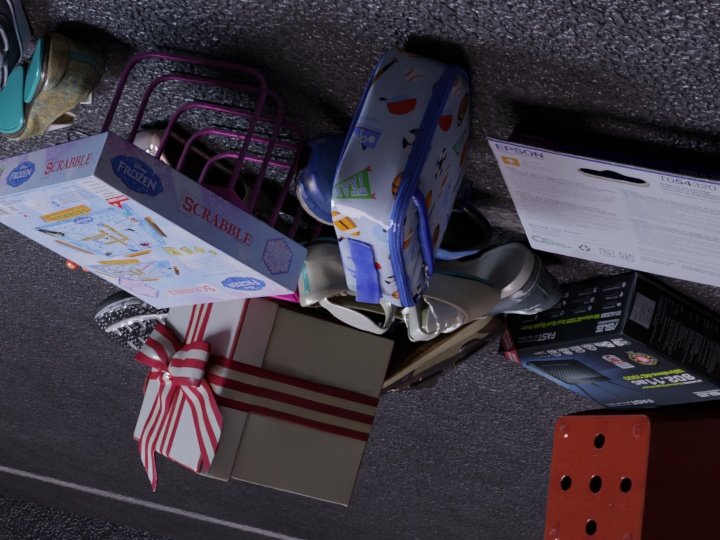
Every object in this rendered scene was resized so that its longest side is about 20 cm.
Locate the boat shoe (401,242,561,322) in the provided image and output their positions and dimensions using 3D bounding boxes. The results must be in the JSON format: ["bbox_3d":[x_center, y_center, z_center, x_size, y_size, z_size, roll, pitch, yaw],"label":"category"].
[{"bbox_3d":[0.107,0.025,1.722,0.061,0.073,0.199,32,153,-26],"label":"boat shoe"}]

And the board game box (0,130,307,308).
[{"bbox_3d":[-0.176,-0.034,1.465,0.199,0.042,0.199,32,157,-33],"label":"board game box"}]

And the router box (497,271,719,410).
[{"bbox_3d":[0.244,0.070,1.730,0.149,0.063,0.199,26,161,-25],"label":"router box"}]

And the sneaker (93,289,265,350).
[{"bbox_3d":[-0.174,0.018,1.833,0.198,0.081,0.074,-19,135,21],"label":"sneaker"}]

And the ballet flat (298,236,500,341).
[{"bbox_3d":[0.033,0.028,1.591,0.198,0.070,0.069,14,165,-26],"label":"ballet flat"}]

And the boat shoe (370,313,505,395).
[{"bbox_3d":[0.053,0.087,1.808,0.199,0.074,0.065,-29,129,15],"label":"boat shoe"}]

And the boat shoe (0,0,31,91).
[{"bbox_3d":[-0.312,-0.199,1.484,0.071,0.068,0.200,17,162,4],"label":"boat shoe"}]

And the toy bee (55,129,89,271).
[{"bbox_3d":[-0.253,-0.042,1.823,0.130,0.110,0.199,1,156,45],"label":"toy bee"}]

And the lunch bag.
[{"bbox_3d":[0.032,-0.061,1.397,0.075,0.162,0.200,15,161,12],"label":"lunch bag"}]

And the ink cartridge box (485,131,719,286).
[{"bbox_3d":[0.210,-0.055,1.434,0.194,0.044,0.200,13,159,21],"label":"ink cartridge box"}]

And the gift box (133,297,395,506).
[{"bbox_3d":[-0.100,0.120,1.693,0.185,0.202,0.184,18,173,-28],"label":"gift box"}]

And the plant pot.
[{"bbox_3d":[0.293,0.225,1.852,0.175,0.203,0.199,14,168,-36],"label":"plant pot"}]

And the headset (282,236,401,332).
[{"bbox_3d":[0.000,0.000,1.716,0.122,0.095,0.200,17,164,-23],"label":"headset"}]

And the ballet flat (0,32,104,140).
[{"bbox_3d":[-0.264,-0.151,1.595,0.070,0.071,0.200,24,161,-17],"label":"ballet flat"}]

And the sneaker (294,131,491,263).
[{"bbox_3d":[0.032,-0.062,1.536,0.199,0.079,0.089,21,167,-36],"label":"sneaker"}]

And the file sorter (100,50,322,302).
[{"bbox_3d":[-0.120,-0.079,1.551,0.138,0.127,0.200,11,160,21],"label":"file sorter"}]

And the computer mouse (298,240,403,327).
[{"bbox_3d":[-0.002,0.011,1.837,0.199,0.044,0.109,27,157,-30],"label":"computer mouse"}]

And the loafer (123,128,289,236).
[{"bbox_3d":[-0.133,-0.066,1.707,0.199,0.073,0.063,34,150,-32],"label":"loafer"}]

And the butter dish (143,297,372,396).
[{"bbox_3d":[-0.090,0.071,1.875,0.198,0.200,0.148,27,146,2],"label":"butter dish"}]
